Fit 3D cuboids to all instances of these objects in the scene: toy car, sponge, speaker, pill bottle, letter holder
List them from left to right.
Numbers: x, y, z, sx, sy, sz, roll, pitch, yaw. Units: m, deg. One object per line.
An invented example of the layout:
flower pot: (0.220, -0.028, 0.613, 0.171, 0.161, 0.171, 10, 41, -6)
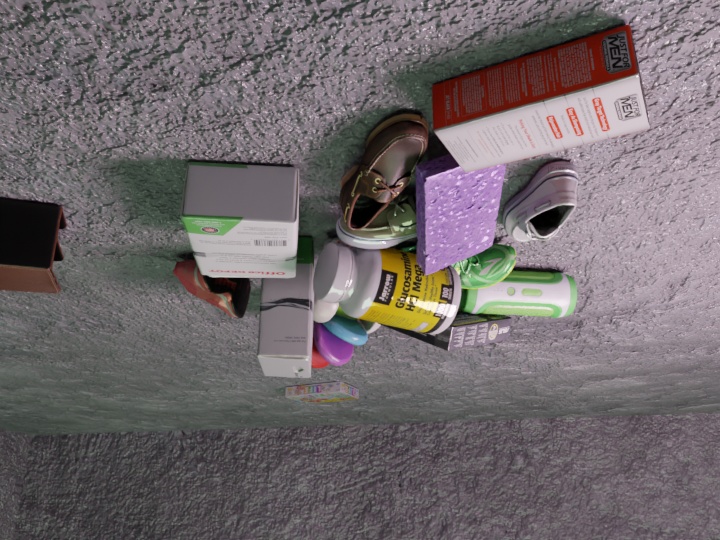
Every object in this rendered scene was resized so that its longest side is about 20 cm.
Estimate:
letter holder: (-0.543, -0.035, 0.976, 0.200, 0.101, 0.142, 6, 160, -15)
toy car: (-0.060, 0.111, 1.278, 0.200, 0.150, 0.175, -19, 151, 40)
pill bottle: (0.038, 0.023, 0.978, 0.200, 0.113, 0.112, 14, 155, -24)
sponge: (0.126, -0.078, 0.858, 0.111, 0.030, 0.200, -23, 147, -10)
speaker: (0.277, 0.040, 1.193, 0.200, 0.089, 0.088, 3, 158, -8)

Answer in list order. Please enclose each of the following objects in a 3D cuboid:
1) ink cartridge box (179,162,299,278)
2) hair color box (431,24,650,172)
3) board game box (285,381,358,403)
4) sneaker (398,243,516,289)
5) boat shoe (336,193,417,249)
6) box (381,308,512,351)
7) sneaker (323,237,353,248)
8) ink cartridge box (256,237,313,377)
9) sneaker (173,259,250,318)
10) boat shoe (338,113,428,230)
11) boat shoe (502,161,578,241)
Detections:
ink cartridge box: (-0.160, -0.062, 0.927, 0.146, 0.084, 0.200, 2, 159, -6)
hair color box: (0.184, -0.170, 0.690, 0.200, 0.061, 0.101, -10, 156, 26)
board game box: (-0.124, 0.398, 2.166, 0.200, 0.034, 0.134, -10, 156, 23)
sneaker: (0.150, -0.012, 1.074, 0.200, 0.074, 0.084, -4, 162, 10)
boat shoe: (0.064, -0.081, 0.926, 0.200, 0.072, 0.062, -9, 146, -5)
box: (0.155, 0.089, 1.207, 0.161, 0.049, 0.200, 16, -168, 40)
sneaker: (0.000, -0.001, 1.113, 0.108, 0.067, 0.201, -4, 155, 11)
ink cartridge box: (-0.118, 0.064, 1.091, 0.083, 0.200, 0.147, 1, 158, -3)
sneaker: (-0.264, 0.025, 1.197, 0.087, 0.074, 0.200, 7, 158, 19)
boat shoe: (0.028, -0.114, 0.822, 0.070, 0.070, 0.200, 8, 156, -17)
boat shoe: (0.244, -0.074, 0.924, 0.073, 0.067, 0.200, 0, 159, -1)
